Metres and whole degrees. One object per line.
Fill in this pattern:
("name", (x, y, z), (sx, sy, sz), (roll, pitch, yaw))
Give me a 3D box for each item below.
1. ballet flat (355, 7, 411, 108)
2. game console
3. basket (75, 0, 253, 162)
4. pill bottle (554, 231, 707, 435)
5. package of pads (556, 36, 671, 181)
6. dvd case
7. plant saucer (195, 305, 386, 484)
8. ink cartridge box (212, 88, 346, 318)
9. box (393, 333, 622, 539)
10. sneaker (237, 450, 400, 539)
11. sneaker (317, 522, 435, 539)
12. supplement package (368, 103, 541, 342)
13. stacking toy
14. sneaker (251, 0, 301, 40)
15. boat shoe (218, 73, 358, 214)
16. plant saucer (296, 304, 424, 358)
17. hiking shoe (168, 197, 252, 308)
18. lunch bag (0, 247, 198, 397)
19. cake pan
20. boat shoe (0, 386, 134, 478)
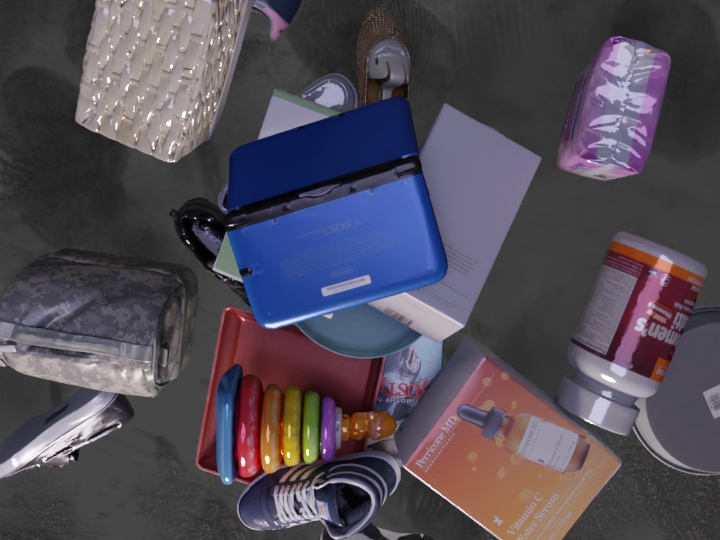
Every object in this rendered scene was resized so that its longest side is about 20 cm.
("ballet flat", (0.031, -0.187, 1.036), (0.069, 0.065, 0.205), (-3, 96, -22))
("game console", (-0.025, -0.059, 0.936), (0.196, 0.118, 0.174), (-15, 101, 10))
("basket", (-0.205, -0.230, 0.990), (0.133, 0.124, 0.202), (21, 120, 0))
("pill bottle", (0.293, 0.069, 1.042), (0.108, 0.110, 0.203), (21, 95, -1))
("package of pads", (0.255, -0.160, 0.972), (0.074, 0.200, 0.123), (16, 95, 5))
("dvd case", (0.026, 0.129, 1.111), (0.143, 0.022, 0.204), (3, 100, 2))
("plant saucer", (-0.080, 0.157, 1.097), (0.196, 0.037, 0.204), (14, 101, 9))
("ink cartridge box", (-0.056, -0.071, 1.000), (0.143, 0.048, 0.203), (21, 95, 9))
("box", (0.159, 0.199, 1.060), (0.199, 0.106, 0.153), (36, 95, -9))
("sneaker", (-0.058, 0.252, 1.032), (0.197, 0.108, 0.071), (-18, 94, 14))
("sneaker", (0.025, 0.346, 1.126), (0.198, 0.088, 0.078), (29, 58, -18))
("supplement package", (0.087, -0.047, 1.003), (0.120, 0.120, 0.202), (28, 75, -2))
("stacking toy", (-0.057, 0.170, 1.036), (0.196, 0.116, 0.112), (1, 103, -2))
("sneaker", (-0.160, -0.320, 1.032), (0.197, 0.070, 0.083), (22, 97, 1))
("boat shoe", (-0.081, -0.137, 1.056), (0.201, 0.065, 0.075), (-41, 94, 7))
("plant saucer", (0.000, 0.000, 1.056), (0.196, 0.027, 0.204), (3, 73, -10))
("hiking shoe", (-0.133, -0.001, 1.059), (0.198, 0.101, 0.076), (35, 98, -3))
("lunch bag", (-0.291, 0.060, 1.041), (0.196, 0.168, 0.142), (9, 98, 2))
("cake pan", (0.407, 0.143, 1.089), (0.196, 0.037, 0.205), (0, 98, 2))
("boat shoe", (-0.351, 0.199, 1.117), (0.198, 0.070, 0.067), (-34, 114, 9))
